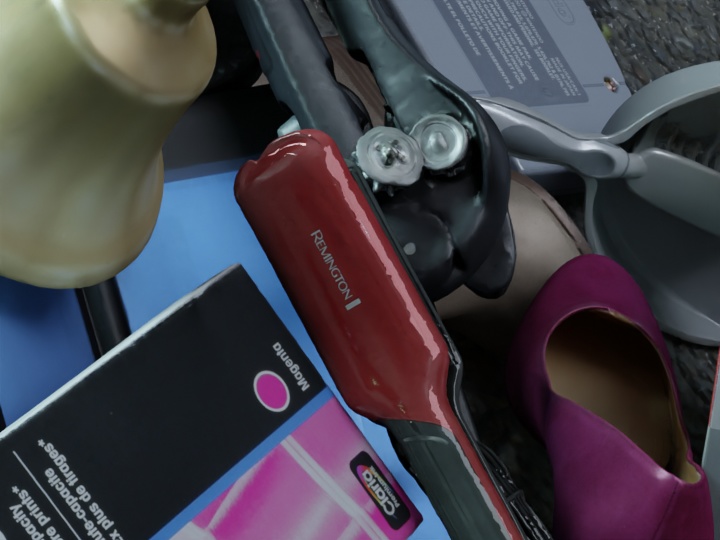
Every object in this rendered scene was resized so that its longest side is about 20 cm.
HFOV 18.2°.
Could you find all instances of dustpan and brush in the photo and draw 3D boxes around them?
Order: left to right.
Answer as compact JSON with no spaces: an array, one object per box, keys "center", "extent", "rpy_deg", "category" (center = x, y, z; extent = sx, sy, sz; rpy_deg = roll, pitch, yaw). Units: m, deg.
[{"center":[0.118,-0.041,0.914],"extent":[0.199,0.140,0.057],"rpy_deg":[22,28,-18],"category":"dustpan and brush"}]

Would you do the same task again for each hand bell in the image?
[{"center":[-0.039,-0.086,0.599],"extent":[0.104,0.200,0.105],"rpy_deg":[26,46,-31],"category":"hand bell"}]

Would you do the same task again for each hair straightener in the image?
[{"center":[0.031,0.050,0.672],"extent":[0.200,0.041,0.077],"rpy_deg":[56,5,14],"category":"hair straightener"}]

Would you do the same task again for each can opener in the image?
[{"center":[-0.010,-0.077,0.747],"extent":[0.063,0.079,0.201],"rpy_deg":[-27,77,-12],"category":"can opener"}]

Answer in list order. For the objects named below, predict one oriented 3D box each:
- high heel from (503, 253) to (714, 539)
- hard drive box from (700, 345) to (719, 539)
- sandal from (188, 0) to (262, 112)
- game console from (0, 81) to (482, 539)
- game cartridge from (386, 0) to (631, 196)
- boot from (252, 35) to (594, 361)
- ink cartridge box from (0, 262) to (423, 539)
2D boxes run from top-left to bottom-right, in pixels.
[{"center":[0.092,0.040,0.745],"extent":[0.067,0.096,0.200],"rpy_deg":[15,40,-10],"category":"high heel"},{"center":[0.176,0.018,0.816],"extent":[0.076,0.157,0.200],"rpy_deg":[11,25,12],"category":"hard drive box"},{"center":[-0.097,-0.122,0.839],"extent":[0.075,0.045,0.200],"rpy_deg":[-26,59,-10],"category":"sandal"},{"center":[-0.050,0.018,0.685],"extent":[0.176,0.116,0.201],"rpy_deg":[41,28,-66],"category":"game console"},{"center":[0.044,-0.117,0.989],"extent":[0.133,0.040,0.201],"rpy_deg":[-10,64,-43],"category":"game cartridge"},{"center":[0.000,0.000,0.824],"extent":[0.200,0.070,0.146],"rpy_deg":[47,44,3],"category":"boot"},{"center":[-0.066,0.080,0.585],"extent":[0.095,0.037,0.200],"rpy_deg":[54,41,-3],"category":"ink cartridge box"}]
